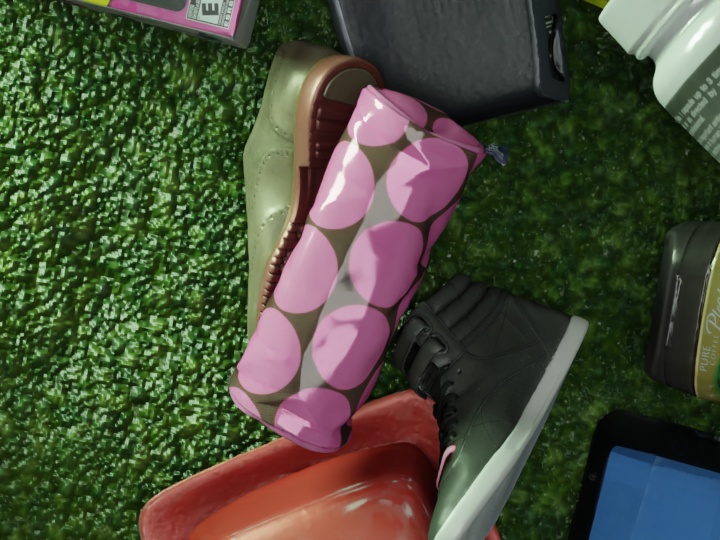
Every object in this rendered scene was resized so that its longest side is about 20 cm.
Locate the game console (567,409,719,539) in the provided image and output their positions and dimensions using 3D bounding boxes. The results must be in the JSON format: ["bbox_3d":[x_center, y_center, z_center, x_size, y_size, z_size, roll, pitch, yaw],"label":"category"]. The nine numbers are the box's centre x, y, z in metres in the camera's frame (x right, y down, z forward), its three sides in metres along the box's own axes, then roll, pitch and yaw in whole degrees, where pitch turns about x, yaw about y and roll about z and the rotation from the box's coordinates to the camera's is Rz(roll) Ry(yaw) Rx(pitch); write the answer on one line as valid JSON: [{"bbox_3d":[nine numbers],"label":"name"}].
[{"bbox_3d":[0.184,0.192,1.699,0.116,0.176,0.201,13,90,-7],"label":"game console"}]

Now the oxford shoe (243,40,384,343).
[{"bbox_3d":[-0.035,-0.036,1.744,0.070,0.075,0.201,1,110,-38],"label":"oxford shoe"}]

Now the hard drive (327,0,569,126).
[{"bbox_3d":[0.039,-0.181,1.730,0.134,0.042,0.201,-12,93,12],"label":"hard drive"}]

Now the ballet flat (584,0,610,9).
[{"bbox_3d":[0.203,-0.154,1.732,0.199,0.067,0.067,20,91,-3],"label":"ballet flat"}]

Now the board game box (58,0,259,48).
[{"bbox_3d":[-0.145,-0.223,1.708,0.199,0.064,0.149,14,93,8],"label":"board game box"}]

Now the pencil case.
[{"bbox_3d":[0.000,0.000,1.686,0.090,0.094,0.201,27,97,0],"label":"pencil case"}]

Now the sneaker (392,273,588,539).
[{"bbox_3d":[0.052,0.081,1.706,0.099,0.200,0.071,26,137,5],"label":"sneaker"}]

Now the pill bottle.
[{"bbox_3d":[0.233,-0.102,1.638,0.114,0.114,0.200,-45,85,2],"label":"pill bottle"}]

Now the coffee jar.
[{"bbox_3d":[0.264,0.035,1.709,0.199,0.085,0.105,13,101,20],"label":"coffee jar"}]

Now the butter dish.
[{"bbox_3d":[-0.009,0.195,1.710,0.199,0.148,0.201,-22,95,0],"label":"butter dish"}]
